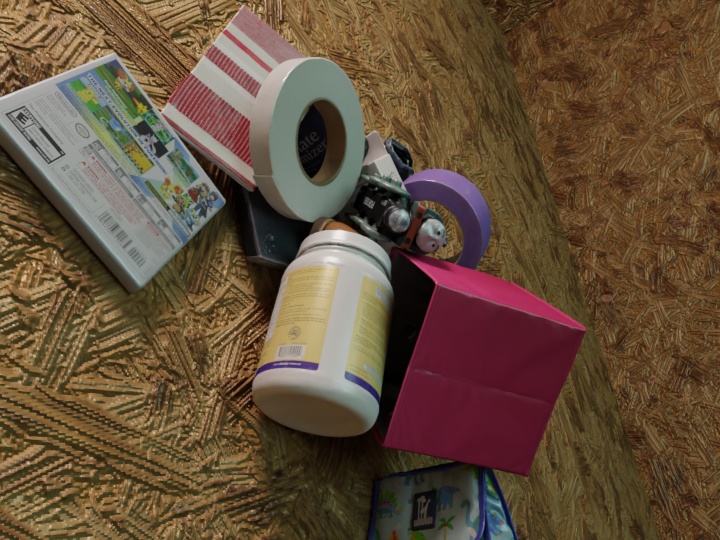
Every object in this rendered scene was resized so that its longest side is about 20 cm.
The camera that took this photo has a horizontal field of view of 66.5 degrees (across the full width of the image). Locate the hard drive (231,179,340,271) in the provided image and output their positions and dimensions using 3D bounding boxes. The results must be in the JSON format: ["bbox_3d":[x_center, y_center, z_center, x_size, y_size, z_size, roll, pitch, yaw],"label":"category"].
[{"bbox_3d":[-0.092,-0.060,0.761,0.198,0.042,0.138,8,64,-57],"label":"hard drive"}]

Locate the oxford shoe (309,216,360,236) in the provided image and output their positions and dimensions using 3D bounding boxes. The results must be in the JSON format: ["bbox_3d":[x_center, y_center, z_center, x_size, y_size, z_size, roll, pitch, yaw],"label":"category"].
[{"bbox_3d":[0.000,0.000,0.771,0.073,0.070,0.200,-66,149,-15],"label":"oxford shoe"}]

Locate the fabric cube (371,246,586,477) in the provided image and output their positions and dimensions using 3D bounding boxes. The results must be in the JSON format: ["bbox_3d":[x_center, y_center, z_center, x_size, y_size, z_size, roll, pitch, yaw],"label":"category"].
[{"bbox_3d":[0.121,0.107,0.702,0.195,0.205,0.196,16,10,-16],"label":"fabric cube"}]

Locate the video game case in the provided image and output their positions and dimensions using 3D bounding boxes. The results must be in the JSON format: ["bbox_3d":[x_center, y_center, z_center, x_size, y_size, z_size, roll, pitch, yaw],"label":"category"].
[{"bbox_3d":[-0.245,-0.107,0.565,0.202,0.022,0.184,55,32,-20],"label":"video game case"}]

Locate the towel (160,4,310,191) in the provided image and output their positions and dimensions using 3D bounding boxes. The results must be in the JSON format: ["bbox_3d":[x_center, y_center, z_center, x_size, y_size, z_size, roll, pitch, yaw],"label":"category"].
[{"bbox_3d":[-0.142,-0.218,0.695,0.143,0.023,0.203,36,66,-16],"label":"towel"}]

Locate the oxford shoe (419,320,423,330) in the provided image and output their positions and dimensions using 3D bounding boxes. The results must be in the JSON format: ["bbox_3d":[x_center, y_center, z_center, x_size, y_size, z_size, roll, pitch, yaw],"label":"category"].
[{"bbox_3d":[0.072,0.079,0.830,0.195,0.075,0.072,14,45,-11],"label":"oxford shoe"}]

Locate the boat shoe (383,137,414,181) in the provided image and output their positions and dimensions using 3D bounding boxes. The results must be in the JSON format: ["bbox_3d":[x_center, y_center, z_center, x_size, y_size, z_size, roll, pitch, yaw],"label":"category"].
[{"bbox_3d":[0.079,-0.173,1.068,0.199,0.089,0.072,33,43,-45],"label":"boat shoe"}]

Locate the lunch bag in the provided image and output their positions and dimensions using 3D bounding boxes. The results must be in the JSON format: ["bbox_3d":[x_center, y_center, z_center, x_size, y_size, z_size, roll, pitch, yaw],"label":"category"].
[{"bbox_3d":[0.105,0.350,0.683,0.127,0.167,0.205,24,51,-53],"label":"lunch bag"}]

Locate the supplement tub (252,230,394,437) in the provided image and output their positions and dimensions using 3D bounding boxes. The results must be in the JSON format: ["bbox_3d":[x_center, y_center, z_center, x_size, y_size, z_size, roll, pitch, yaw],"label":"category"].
[{"bbox_3d":[-0.036,0.072,0.641,0.145,0.143,0.204,41,47,-37],"label":"supplement tub"}]

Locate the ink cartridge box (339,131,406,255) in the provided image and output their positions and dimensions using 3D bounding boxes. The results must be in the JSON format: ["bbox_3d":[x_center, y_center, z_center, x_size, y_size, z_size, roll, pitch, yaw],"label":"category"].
[{"bbox_3d":[0.016,-0.106,0.894,0.204,0.115,0.067,63,32,-7],"label":"ink cartridge box"}]

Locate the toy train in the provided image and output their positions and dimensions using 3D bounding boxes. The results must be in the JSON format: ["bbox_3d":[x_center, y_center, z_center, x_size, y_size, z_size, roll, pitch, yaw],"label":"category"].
[{"bbox_3d":[0.049,-0.075,0.751,0.112,0.087,0.200,22,8,-17],"label":"toy train"}]

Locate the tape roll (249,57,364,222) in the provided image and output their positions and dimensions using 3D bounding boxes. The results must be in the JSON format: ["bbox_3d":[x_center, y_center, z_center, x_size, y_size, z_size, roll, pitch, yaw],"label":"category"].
[{"bbox_3d":[-0.062,-0.166,0.711,0.201,0.036,0.209,-22,117,-53],"label":"tape roll"}]

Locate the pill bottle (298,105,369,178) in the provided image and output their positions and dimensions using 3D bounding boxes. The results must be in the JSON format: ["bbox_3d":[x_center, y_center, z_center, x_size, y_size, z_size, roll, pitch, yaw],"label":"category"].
[{"bbox_3d":[-0.084,-0.228,0.819,0.200,0.110,0.113,46,36,-30],"label":"pill bottle"}]

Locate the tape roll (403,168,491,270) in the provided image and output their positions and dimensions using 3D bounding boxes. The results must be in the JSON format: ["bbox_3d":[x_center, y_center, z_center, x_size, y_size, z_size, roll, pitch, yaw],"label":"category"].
[{"bbox_3d":[0.126,-0.068,0.966,0.203,0.197,0.085,61,31,-9],"label":"tape roll"}]
